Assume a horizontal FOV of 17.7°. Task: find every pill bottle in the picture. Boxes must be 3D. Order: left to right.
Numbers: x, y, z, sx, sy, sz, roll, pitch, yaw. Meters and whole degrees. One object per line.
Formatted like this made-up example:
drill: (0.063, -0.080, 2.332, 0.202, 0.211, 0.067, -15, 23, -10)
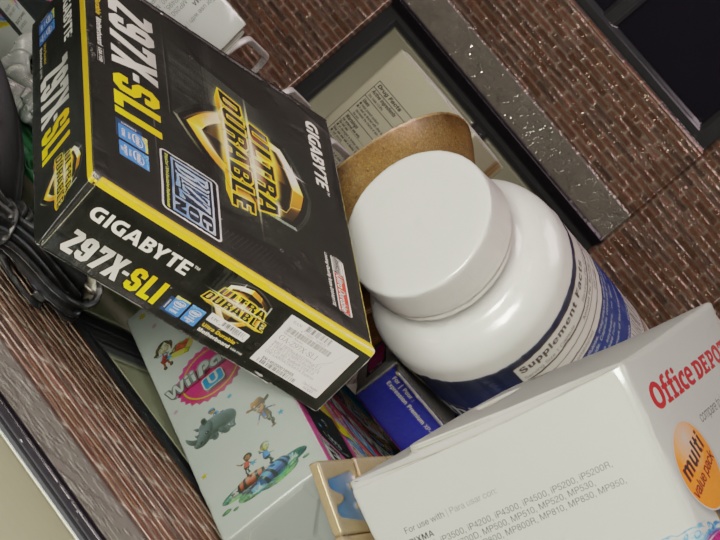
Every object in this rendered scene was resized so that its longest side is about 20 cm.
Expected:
pill bottle: (0.073, 0.022, 1.218, 0.200, 0.111, 0.111, 44, 7, -50)

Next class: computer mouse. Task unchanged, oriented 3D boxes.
computer mouse: (-0.183, -0.075, 1.059, 0.138, 0.053, 0.200, 44, 8, -49)

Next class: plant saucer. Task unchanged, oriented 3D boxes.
plant saucer: (0.000, 0.000, 1.282, 0.035, 0.200, 0.200, 44, 2, 19)

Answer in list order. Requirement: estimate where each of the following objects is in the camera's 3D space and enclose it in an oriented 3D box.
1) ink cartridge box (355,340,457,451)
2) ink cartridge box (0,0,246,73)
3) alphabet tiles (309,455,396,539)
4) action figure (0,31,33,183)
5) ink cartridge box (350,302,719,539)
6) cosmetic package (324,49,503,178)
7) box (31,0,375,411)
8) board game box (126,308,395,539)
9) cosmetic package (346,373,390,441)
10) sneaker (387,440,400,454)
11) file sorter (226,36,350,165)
ink cartridge box: (0.040, 0.086, 1.278, 0.095, 0.037, 0.200, 50, 2, -3)
ink cartridge box: (-0.179, -0.168, 1.275, 0.200, 0.083, 0.145, 49, -30, -14)
alphabet tiles: (0.051, 0.177, 1.039, 0.167, 0.008, 0.201, 6, 61, -63)
action figure: (-0.132, -0.057, 1.173, 0.200, 0.055, 0.118, 41, 19, 29)
ink cartridge box: (0.118, 0.140, 1.025, 0.201, 0.144, 0.145, 64, 26, 1)
cosmetic package: (-0.003, -0.056, 1.744, 0.105, 0.200, 0.071, 53, 5, 29)
box: (-0.077, -0.043, 1.087, 0.159, 0.049, 0.201, 31, 26, -25)
board game box: (-0.027, 0.097, 1.131, 0.148, 0.064, 0.200, 48, 4, -35)
cosmetic package: (0.067, 0.126, 1.494, 0.200, 0.071, 0.101, 49, -32, -21)
sneaker: (0.046, 0.162, 1.348, 0.085, 0.075, 0.200, 42, -2, -23)
file sorter: (-0.088, -0.082, 1.611, 0.200, 0.124, 0.139, 50, 4, 6)
